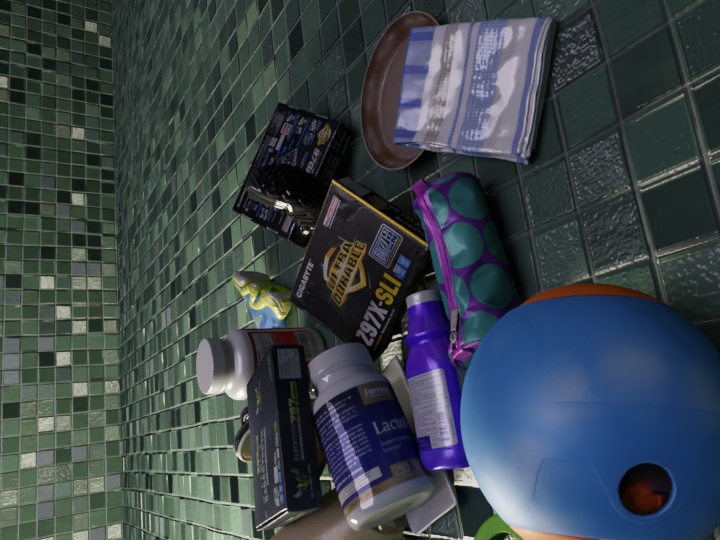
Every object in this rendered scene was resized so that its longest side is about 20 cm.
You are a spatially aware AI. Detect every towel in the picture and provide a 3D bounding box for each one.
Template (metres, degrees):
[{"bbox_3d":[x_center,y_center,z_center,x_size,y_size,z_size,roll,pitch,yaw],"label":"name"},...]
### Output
[{"bbox_3d":[0.120,-0.206,0.665,0.197,0.023,0.151,18,103,43],"label":"towel"}]

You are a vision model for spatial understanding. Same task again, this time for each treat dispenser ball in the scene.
[{"bbox_3d":[0.174,0.112,0.441,0.199,0.197,0.207,-4,85,57],"label":"treat dispenser ball"}]

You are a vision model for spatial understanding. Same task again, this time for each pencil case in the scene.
[{"bbox_3d":[0.116,-0.002,0.639,0.085,0.091,0.205,-40,55,49],"label":"pencil case"}]

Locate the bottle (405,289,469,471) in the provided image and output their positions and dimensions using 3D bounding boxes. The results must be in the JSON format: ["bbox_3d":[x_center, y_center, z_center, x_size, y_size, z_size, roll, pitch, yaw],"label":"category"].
[{"bbox_3d":[0.093,0.127,0.692,0.083,0.064,0.205,-31,62,50],"label":"bottle"}]

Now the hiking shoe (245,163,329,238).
[{"bbox_3d":[-0.079,-0.085,0.852,0.101,0.196,0.077,-51,33,44],"label":"hiking shoe"}]

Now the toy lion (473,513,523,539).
[{"bbox_3d":[0.185,0.303,0.552,0.199,0.067,0.196,32,109,54],"label":"toy lion"}]

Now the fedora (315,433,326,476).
[{"bbox_3d":[-0.103,0.275,0.906,0.203,0.081,0.201,-60,10,16],"label":"fedora"}]

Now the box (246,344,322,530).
[{"bbox_3d":[-0.107,0.221,0.771,0.158,0.050,0.204,127,139,-54],"label":"box"}]

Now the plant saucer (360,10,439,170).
[{"bbox_3d":[0.063,-0.236,0.787,0.198,0.031,0.206,-6,83,57],"label":"plant saucer"}]

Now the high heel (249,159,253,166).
[{"bbox_3d":[-0.114,-0.180,1.069,0.197,0.097,0.068,0,45,45],"label":"high heel"}]

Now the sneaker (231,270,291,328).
[{"bbox_3d":[-0.203,0.067,1.153,0.199,0.074,0.108,25,110,54],"label":"sneaker"}]

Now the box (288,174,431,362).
[{"bbox_3d":[0.000,0.000,0.792,0.158,0.049,0.203,34,122,14],"label":"box"}]

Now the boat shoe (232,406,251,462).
[{"bbox_3d":[-0.168,0.249,0.979,0.065,0.199,0.076,15,111,17],"label":"boat shoe"}]

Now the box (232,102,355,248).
[{"bbox_3d":[-0.113,-0.160,0.959,0.157,0.046,0.204,25,92,38],"label":"box"}]

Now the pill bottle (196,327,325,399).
[{"bbox_3d":[-0.164,0.153,0.972,0.111,0.196,0.116,-5,84,57],"label":"pill bottle"}]

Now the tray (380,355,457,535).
[{"bbox_3d":[0.065,0.226,0.771,0.108,0.022,0.203,-55,45,39],"label":"tray"}]

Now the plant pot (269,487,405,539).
[{"bbox_3d":[-0.028,0.385,0.794,0.202,0.185,0.188,-56,43,19],"label":"plant pot"}]

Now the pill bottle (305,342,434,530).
[{"bbox_3d":[0.003,0.202,0.734,0.116,0.114,0.203,-55,50,40],"label":"pill bottle"}]

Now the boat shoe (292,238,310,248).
[{"bbox_3d":[-0.100,-0.074,0.992,0.072,0.061,0.202,92,157,-45],"label":"boat shoe"}]

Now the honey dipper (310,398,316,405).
[{"bbox_3d":[-0.079,0.197,0.879,0.196,0.038,0.039,-4,85,34],"label":"honey dipper"}]
